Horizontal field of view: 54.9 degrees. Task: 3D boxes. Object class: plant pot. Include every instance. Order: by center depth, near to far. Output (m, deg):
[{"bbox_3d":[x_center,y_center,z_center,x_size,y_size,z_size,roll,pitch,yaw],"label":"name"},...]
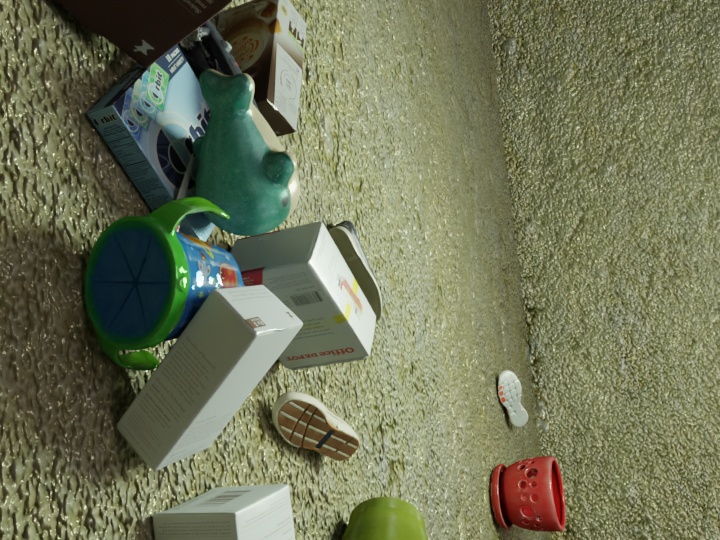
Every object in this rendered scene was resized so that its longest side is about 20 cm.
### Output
[{"bbox_3d":[0.037,0.472,1.083,0.193,0.199,0.201,-81,152,-60],"label":"plant pot"},{"bbox_3d":[0.473,0.633,1.961,0.200,0.181,0.202,34,51,-57],"label":"plant pot"}]

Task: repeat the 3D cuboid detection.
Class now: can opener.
[{"bbox_3d":[-0.183,-0.261,0.922,0.201,0.063,0.078,57,22,18],"label":"can opener"}]

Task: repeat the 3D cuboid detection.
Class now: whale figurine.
[{"bbox_3d":[-0.149,-0.130,0.816,0.104,0.158,0.201,-45,140,-39],"label":"whale figurine"}]

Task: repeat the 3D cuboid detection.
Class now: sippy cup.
[{"bbox_3d":[-0.201,0.017,0.747,0.130,0.177,0.140,9,57,-59],"label":"sippy cup"}]

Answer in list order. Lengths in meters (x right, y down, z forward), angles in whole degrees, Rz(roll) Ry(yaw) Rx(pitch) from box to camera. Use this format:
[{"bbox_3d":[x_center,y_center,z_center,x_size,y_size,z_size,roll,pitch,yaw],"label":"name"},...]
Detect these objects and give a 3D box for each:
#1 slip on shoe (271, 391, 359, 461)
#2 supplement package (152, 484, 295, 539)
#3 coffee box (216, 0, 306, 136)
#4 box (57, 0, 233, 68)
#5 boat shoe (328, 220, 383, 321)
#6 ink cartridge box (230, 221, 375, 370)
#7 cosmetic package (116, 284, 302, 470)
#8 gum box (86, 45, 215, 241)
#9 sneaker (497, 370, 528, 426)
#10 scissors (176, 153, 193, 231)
[{"bbox_3d":[-0.073,0.231,1.064,0.200,0.076,0.061,40,6,-45],"label":"slip on shoe"},{"bbox_3d":[-0.144,0.359,0.782,0.117,0.117,0.202,4,77,-66],"label":"supplement package"},{"bbox_3d":[-0.152,-0.294,1.014,0.080,0.114,0.201,42,44,-54],"label":"coffee box"},{"bbox_3d":[-0.234,-0.377,0.766,0.166,0.164,0.201,34,48,-40],"label":"box"},{"bbox_3d":[0.000,0.000,1.291,0.201,0.072,0.063,67,30,-17],"label":"boat shoe"},{"bbox_3d":[-0.083,0.042,0.986,0.084,0.144,0.201,-77,147,-44],"label":"ink cartridge box"},{"bbox_3d":[-0.161,0.112,0.741,0.074,0.200,0.102,42,15,16],"label":"cosmetic package"},{"bbox_3d":[-0.231,-0.157,0.872,0.170,0.044,0.201,-71,144,-46],"label":"gum box"},{"bbox_3d":[0.476,0.403,2.221,0.082,0.077,0.201,-113,-175,-72],"label":"sneaker"},{"bbox_3d":[-0.226,-0.040,0.807,0.073,0.014,0.202,1,95,-49],"label":"scissors"}]
